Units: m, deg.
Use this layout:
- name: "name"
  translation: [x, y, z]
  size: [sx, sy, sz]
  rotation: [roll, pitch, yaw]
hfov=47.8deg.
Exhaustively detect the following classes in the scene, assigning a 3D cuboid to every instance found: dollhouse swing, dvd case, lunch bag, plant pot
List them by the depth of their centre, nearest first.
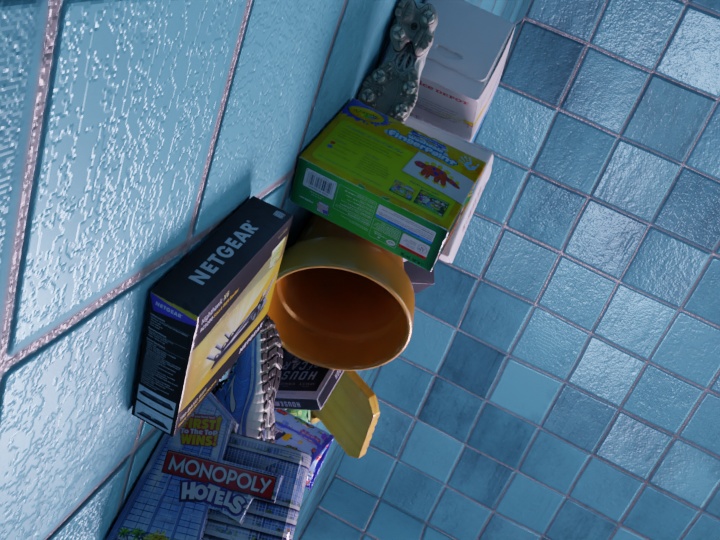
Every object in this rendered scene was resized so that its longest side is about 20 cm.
- name: "plant pot"
  translation: [-0.018, 0.000, 1.096]
  size: [0.202, 0.197, 0.185]
  rotation: [107, -3, -46]
- name: "lunch bag"
  translation: [-0.134, 0.255, 1.172]
  size: [0.095, 0.149, 0.200]
  rotation: [-64, 172, -4]
- name: "dvd case"
  translation: [-0.082, 0.125, 1.177]
  size: [0.201, 0.148, 0.025]
  rotation: [-56, 134, -49]
- name: "dollhouse swing"
  translation: [-0.007, 0.180, 1.395]
  size: [0.182, 0.175, 0.202]
  rotation: [-41, 157, -42]

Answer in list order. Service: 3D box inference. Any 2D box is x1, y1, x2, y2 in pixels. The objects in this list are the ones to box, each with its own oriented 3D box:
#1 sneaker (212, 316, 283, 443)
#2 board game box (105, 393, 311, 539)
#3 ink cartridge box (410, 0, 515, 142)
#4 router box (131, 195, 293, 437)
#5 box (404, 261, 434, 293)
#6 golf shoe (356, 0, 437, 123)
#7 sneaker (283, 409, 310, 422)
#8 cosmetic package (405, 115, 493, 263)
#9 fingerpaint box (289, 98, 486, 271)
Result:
- name: "sneaker"
  translation: [-0.152, 0.147, 1.019]
  size: [0.078, 0.088, 0.204]
  rotation: [19, 78, -75]
- name: "board game box"
  translation: [-0.163, 0.236, 0.929]
  size: [0.062, 0.196, 0.203]
  rotation: [93, 10, -72]
- name: "ink cartridge box"
  translation: [0.143, -0.311, 1.294]
  size: [0.146, 0.145, 0.200]
  rotation: [-63, 172, -12]
- name: "router box"
  translation: [-0.145, 0.040, 0.811]
  size: [0.200, 0.052, 0.159]
  rotation: [-55, 167, -53]
- name: "box"
  translation: [0.096, -0.065, 1.611]
  size: [0.141, 0.077, 0.204]
  rotation: [129, -38, -79]
- name: "golf shoe"
  translation: [0.053, -0.266, 1.122]
  size: [0.097, 0.077, 0.202]
  rotation: [-33, 148, -86]
- name: "sneaker"
  translation: [-0.105, 0.203, 1.309]
  size: [0.084, 0.073, 0.203]
  rotation: [-110, -161, -61]
- name: "cosmetic package"
  translation: [0.082, -0.130, 1.247]
  size: [0.170, 0.198, 0.166]
  rotation: [-65, 172, 2]
- name: "fingerpaint box"
  translation: [0.037, -0.111, 1.017]
  size: [0.167, 0.198, 0.074]
  rotation: [-56, 170, -47]
